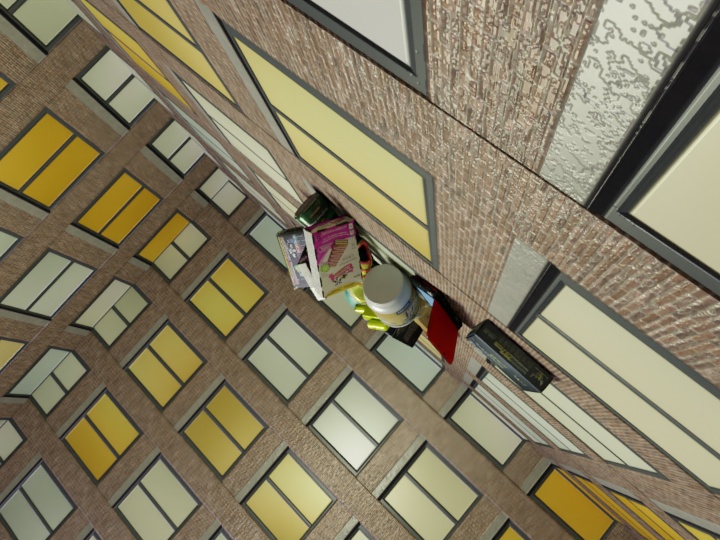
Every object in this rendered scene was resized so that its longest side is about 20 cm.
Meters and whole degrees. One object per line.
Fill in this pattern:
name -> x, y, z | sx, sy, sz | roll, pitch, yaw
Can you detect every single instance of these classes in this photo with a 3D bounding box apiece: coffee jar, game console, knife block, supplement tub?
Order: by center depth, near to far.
game console -> 0.195, 0.134, 1.420 | 0.172, 0.119, 0.200 | 37, 172, 41
coffee jar -> -0.092, -0.126, 1.519 | 0.200, 0.104, 0.085 | 44, 172, -23
supplement tub -> 0.092, 0.077, 1.554 | 0.144, 0.145, 0.200 | 39, 174, 28
knife block -> 0.225, 0.165, 1.721 | 0.176, 0.064, 0.200 | 47, 172, -36

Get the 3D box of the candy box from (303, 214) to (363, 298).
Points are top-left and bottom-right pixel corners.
candy box -> -0.074, -0.039, 1.458 | 0.061, 0.135, 0.202 | 34, 139, 54

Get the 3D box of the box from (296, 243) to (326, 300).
box -> -0.123, -0.029, 1.570 | 0.144, 0.036, 0.201 | 63, -152, -32

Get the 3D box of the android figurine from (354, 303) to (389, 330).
android figurine -> 0.083, 0.108, 1.691 | 0.198, 0.184, 0.041 | 4, 152, 22

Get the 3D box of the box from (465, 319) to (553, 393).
box -> 0.350, 0.207, 1.244 | 0.200, 0.051, 0.158 | 42, 173, 9

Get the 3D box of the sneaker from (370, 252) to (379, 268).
sneaker -> 0.032, -0.012, 1.668 | 0.198, 0.083, 0.073 | 21, -165, -11

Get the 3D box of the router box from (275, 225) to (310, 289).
router box -> -0.176, -0.045, 1.693 | 0.149, 0.062, 0.202 | -5, 110, 33

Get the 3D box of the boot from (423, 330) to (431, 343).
boot -> 0.286, 0.248, 1.841 | 0.155, 0.077, 0.200 | 48, 175, -34

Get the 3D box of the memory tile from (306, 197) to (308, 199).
memory tile -> -0.134, -0.127, 1.685 | 0.153, 0.017, 0.201 | 40, 139, 27

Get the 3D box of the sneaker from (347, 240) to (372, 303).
sneaker -> 0.000, 0.000, 1.583 | 0.090, 0.077, 0.202 | 163, 101, -67

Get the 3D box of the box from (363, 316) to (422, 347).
box -> 0.129, 0.189, 1.909 | 0.147, 0.105, 0.200 | 30, 177, 35

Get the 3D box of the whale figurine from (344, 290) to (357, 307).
whale figurine -> -0.013, 0.037, 1.828 | 0.159, 0.103, 0.202 | -24, -77, -74
